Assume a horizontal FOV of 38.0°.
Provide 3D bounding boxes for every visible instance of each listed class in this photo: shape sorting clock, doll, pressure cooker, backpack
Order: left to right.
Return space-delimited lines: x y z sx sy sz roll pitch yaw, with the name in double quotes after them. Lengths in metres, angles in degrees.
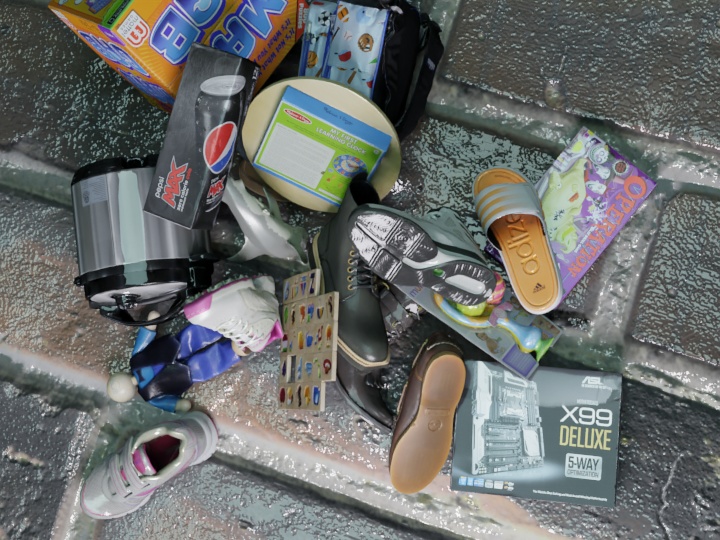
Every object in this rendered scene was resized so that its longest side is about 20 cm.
-0.275 -0.031 1.317 0.176 0.176 0.204 -5 82 -22 "pressure cooker"
-0.244 0.115 1.359 0.198 0.048 0.138 -27 83 12 "doll"
-0.046 -0.149 1.254 0.197 0.202 0.040 10 50 12 "shape sorting clock"
0.003 -0.245 1.302 0.152 0.200 0.194 7 94 21 "backpack"

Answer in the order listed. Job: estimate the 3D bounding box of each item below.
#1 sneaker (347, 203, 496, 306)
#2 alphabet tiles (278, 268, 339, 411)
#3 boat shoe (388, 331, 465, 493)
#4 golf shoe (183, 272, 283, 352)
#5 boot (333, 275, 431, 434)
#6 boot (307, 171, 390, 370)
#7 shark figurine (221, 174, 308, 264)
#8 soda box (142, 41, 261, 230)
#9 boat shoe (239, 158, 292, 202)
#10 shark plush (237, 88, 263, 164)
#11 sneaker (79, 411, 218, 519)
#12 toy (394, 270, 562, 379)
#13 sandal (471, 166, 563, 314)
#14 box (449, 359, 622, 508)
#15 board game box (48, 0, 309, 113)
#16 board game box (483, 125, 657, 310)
0.062 -0.038 1.214 0.199 0.116 0.076 27 116 -25 "sneaker"
-0.065 0.085 1.268 0.007 0.200 0.170 5 82 -22 "alphabet tiles"
0.080 0.173 1.271 0.069 0.071 0.203 13 111 -17 "boat shoe"
-0.145 0.056 1.276 0.074 0.200 0.093 -24 85 20 "golf shoe"
0.033 0.080 1.304 0.173 0.069 0.201 -36 75 4 "boot"
0.000 0.000 1.226 0.076 0.139 0.202 -5 54 -31 "boot"
-0.142 -0.057 1.271 0.089 0.214 0.129 -36 37 13 "shark figurine"
-0.181 -0.152 1.197 0.070 0.063 0.203 19 97 15 "soda box"
-0.068 -0.125 1.354 0.197 0.065 0.073 9 83 11 "boat shoe"
-0.185 -0.212 1.373 0.199 0.091 0.084 34 75 17 "shark plush"
-0.280 0.246 1.326 0.199 0.088 0.082 -36 77 4 "sneaker"
0.151 0.033 1.269 0.199 0.115 0.047 39 134 11 "toy"
0.190 -0.049 1.261 0.078 0.059 0.209 -26 61 13 "sandal"
0.213 0.196 1.263 0.196 0.050 0.161 5 82 12 "box"
-0.221 -0.323 1.294 0.201 0.200 0.199 -53 42 -7 "board game box"
0.261 -0.066 1.306 0.120 0.032 0.201 39 90 9 "board game box"
